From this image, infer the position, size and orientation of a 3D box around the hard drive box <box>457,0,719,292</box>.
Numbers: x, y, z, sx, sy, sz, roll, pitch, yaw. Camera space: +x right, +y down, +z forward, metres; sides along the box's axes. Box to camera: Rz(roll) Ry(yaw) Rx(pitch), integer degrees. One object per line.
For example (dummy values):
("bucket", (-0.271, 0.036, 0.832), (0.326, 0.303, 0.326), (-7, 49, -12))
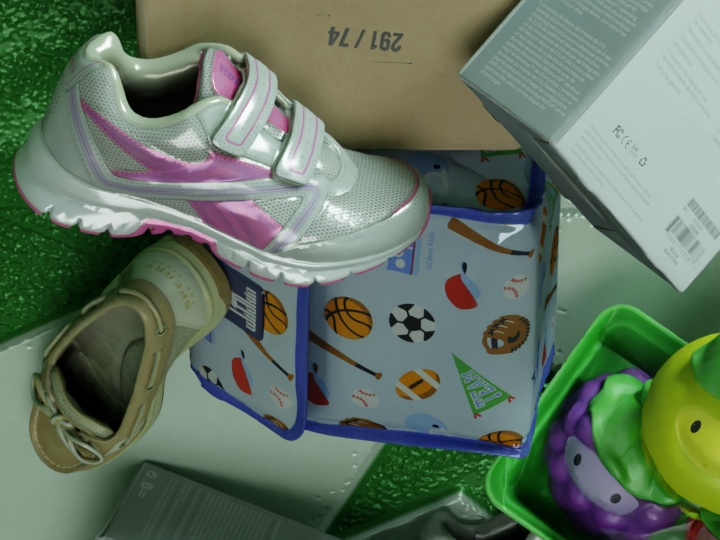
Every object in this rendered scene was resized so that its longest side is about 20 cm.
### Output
("hard drive box", (0.167, -0.114, 1.296), (0.200, 0.077, 0.156), (-48, 139, -2))

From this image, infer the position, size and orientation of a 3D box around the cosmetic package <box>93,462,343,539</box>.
("cosmetic package", (-0.057, 0.203, 1.535), (0.199, 0.090, 0.107), (21, 122, 6))

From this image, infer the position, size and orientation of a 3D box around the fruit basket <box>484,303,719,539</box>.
("fruit basket", (0.184, 0.110, 1.423), (0.215, 0.215, 0.156), (41, 81, -28))

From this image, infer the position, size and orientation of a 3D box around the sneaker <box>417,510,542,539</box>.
("sneaker", (0.123, 0.182, 1.575), (0.199, 0.078, 0.100), (3, 122, -8))

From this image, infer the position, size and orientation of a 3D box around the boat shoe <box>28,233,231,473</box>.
("boat shoe", (-0.138, 0.055, 1.433), (0.073, 0.063, 0.201), (50, 137, 3))

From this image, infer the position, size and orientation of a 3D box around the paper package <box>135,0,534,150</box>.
("paper package", (-0.011, -0.160, 1.302), (0.199, 0.104, 0.191), (0, 125, -4))

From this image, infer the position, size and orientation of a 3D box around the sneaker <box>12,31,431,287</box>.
("sneaker", (-0.058, -0.056, 1.259), (0.199, 0.082, 0.088), (10, 126, -13))

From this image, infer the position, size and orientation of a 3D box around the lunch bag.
("lunch bag", (0.000, 0.000, 1.410), (0.199, 0.124, 0.171), (8, 127, 10))
